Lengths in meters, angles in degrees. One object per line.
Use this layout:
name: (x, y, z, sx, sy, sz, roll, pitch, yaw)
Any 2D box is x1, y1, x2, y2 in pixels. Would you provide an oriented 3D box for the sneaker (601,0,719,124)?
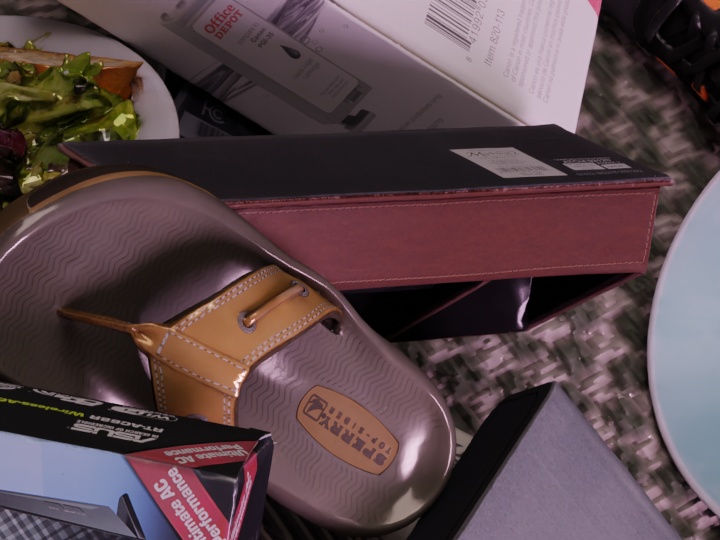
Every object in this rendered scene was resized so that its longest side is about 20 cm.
sneaker: (0.162, -0.087, 1.222, 0.199, 0.070, 0.090, 30, 47, 1)

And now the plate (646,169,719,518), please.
plate: (0.203, 0.020, 1.118, 0.026, 0.199, 0.201, 38, 29, -53)

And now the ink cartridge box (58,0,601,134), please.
ink cartridge box: (-0.010, -0.128, 1.119, 0.199, 0.083, 0.147, 31, 48, -19)

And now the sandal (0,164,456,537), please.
sandal: (-0.037, 0.033, 0.903, 0.200, 0.082, 0.055, 36, -1, -37)

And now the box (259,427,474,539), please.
box: (-0.037, 0.074, 1.031, 0.199, 0.069, 0.082, 25, 49, 0)

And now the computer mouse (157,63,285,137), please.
computer mouse: (-0.020, -0.058, 1.158, 0.140, 0.046, 0.201, 24, 51, -24)

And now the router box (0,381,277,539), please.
router box: (-0.115, 0.131, 0.849, 0.149, 0.201, 0.062, 10, 9, 7)

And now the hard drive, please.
hard drive: (0.085, 0.156, 0.980, 0.200, 0.033, 0.140, 51, 48, -17)

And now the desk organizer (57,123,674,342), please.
desk organizer: (0.000, 0.000, 0.993, 0.199, 0.077, 0.072, -4, 19, -32)

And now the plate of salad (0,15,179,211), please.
plate of salad: (-0.162, -0.035, 1.037, 0.199, 0.048, 0.201, -8, 41, 7)
